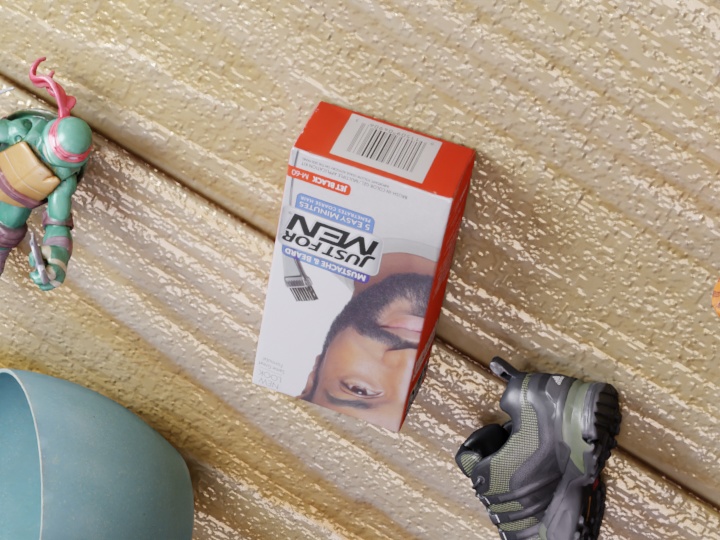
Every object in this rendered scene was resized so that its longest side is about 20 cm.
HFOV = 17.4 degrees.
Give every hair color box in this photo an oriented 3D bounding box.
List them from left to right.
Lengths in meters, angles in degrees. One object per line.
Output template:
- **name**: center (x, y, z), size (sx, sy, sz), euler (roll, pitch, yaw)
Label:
- **hair color box**: center (0.000, 0.000, 1.537), size (0.110, 0.064, 0.201), euler (18, 130, 9)

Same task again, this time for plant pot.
- **plant pot**: center (-0.197, 0.174, 1.681), size (0.134, 0.201, 0.200), euler (4, 135, -26)

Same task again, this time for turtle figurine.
- **turtle figurine**: center (-0.232, -0.059, 1.566), size (0.200, 0.101, 0.150), euler (-29, 96, 51)

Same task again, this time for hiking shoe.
- **hiking shoe**: center (0.114, 0.149, 1.601), size (0.100, 0.076, 0.201), euler (21, 121, 18)

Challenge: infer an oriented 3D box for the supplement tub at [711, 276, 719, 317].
- **supplement tub**: center (0.309, 0.063, 1.417), size (0.122, 0.123, 0.200), euler (-31, 109, 36)
